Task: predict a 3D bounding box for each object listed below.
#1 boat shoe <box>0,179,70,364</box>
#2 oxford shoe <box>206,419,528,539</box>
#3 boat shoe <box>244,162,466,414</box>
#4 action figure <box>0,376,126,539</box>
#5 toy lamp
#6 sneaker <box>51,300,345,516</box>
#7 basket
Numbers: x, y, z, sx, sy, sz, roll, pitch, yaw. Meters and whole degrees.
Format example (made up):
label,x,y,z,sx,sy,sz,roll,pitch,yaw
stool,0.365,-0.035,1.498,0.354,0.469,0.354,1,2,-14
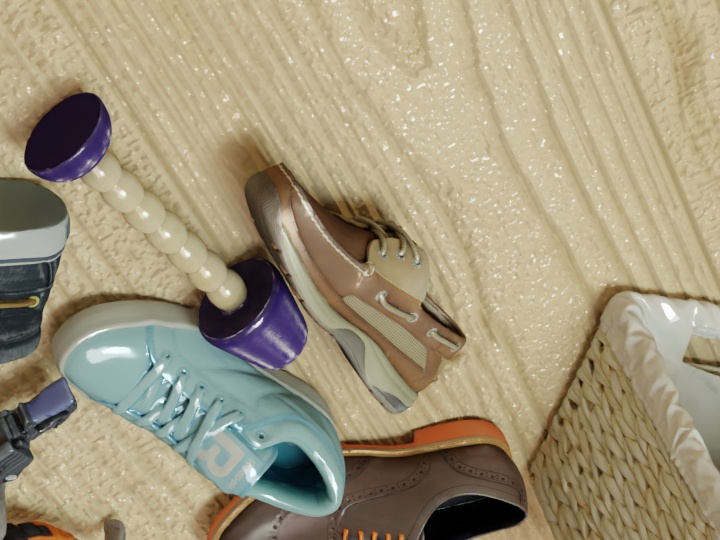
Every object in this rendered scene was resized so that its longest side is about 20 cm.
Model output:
label,x,y,z,sx,sy,sz,roll,pitch,yaw
boat shoe,-0.247,0.007,1.028,0.198,0.071,0.092,1,122,-25
oxford shoe,0.006,0.149,1.240,0.198,0.073,0.072,-17,131,-8
boat shoe,0.000,0.000,1.129,0.072,0.076,0.200,-34,140,2
action figure,-0.207,0.156,1.140,0.199,0.105,0.193,-37,144,18
toy lamp,-0.096,-0.014,1.087,0.058,0.058,0.200,-36,129,8
sneaker,-0.081,0.082,1.147,0.199,0.082,0.074,24,113,-33
basket,0.231,0.141,1.249,0.196,0.201,0.162,9,128,-27
